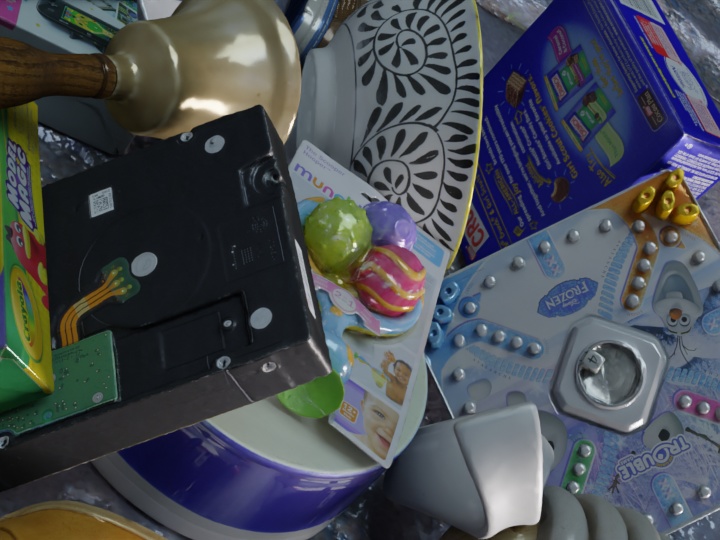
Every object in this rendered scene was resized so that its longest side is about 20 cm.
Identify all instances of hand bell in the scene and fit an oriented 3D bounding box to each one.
[{"bbox_3d":[-0.130,-0.090,0.629,0.199,0.104,0.105,-10,61,-52],"label":"hand bell"}]

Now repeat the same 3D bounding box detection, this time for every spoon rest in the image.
[{"bbox_3d":[0.062,0.105,0.701,0.098,0.200,0.061,-14,82,-4],"label":"spoon rest"}]

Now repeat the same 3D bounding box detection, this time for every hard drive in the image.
[{"bbox_3d":[-0.120,0.016,0.612,0.038,0.198,0.141,62,10,-53],"label":"hard drive"}]

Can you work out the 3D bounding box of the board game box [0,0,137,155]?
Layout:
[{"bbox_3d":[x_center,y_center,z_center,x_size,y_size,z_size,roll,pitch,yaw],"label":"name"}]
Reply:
[{"bbox_3d":[-0.194,-0.185,0.838,0.147,0.064,0.201,24,40,-27],"label":"board game box"}]

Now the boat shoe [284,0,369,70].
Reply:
[{"bbox_3d":[-0.012,-0.209,1.040,0.072,0.072,0.201,37,46,-18],"label":"boat shoe"}]

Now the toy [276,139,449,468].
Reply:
[{"bbox_3d":[0.000,0.000,0.719,0.115,0.047,0.201,38,37,-12],"label":"toy"}]

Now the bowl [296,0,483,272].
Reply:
[{"bbox_3d":[0.009,-0.097,0.873,0.093,0.202,0.202,3,47,-10],"label":"bowl"}]

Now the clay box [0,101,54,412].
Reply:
[{"bbox_3d":[-0.206,-0.018,0.615,0.048,0.114,0.201,61,12,-53],"label":"clay box"}]

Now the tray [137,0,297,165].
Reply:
[{"bbox_3d":[-0.086,-0.110,0.837,0.200,0.022,0.108,-14,88,-72],"label":"tray"}]

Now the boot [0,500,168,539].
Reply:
[{"bbox_3d":[-0.157,0.161,0.535,0.200,0.071,0.145,23,47,-21],"label":"boot"}]

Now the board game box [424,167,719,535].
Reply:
[{"bbox_3d":[0.153,0.063,0.816,0.026,0.198,0.201,71,-6,-77],"label":"board game box"}]

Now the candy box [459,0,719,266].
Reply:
[{"bbox_3d":[0.149,-0.085,0.951,0.077,0.200,0.170,14,45,-38],"label":"candy box"}]

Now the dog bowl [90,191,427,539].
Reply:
[{"bbox_3d":[-0.063,0.043,0.723,0.199,0.079,0.201,26,39,-23],"label":"dog bowl"}]

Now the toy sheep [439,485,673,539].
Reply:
[{"bbox_3d":[0.124,0.191,0.720,0.199,0.138,0.139,33,37,-17],"label":"toy sheep"}]
